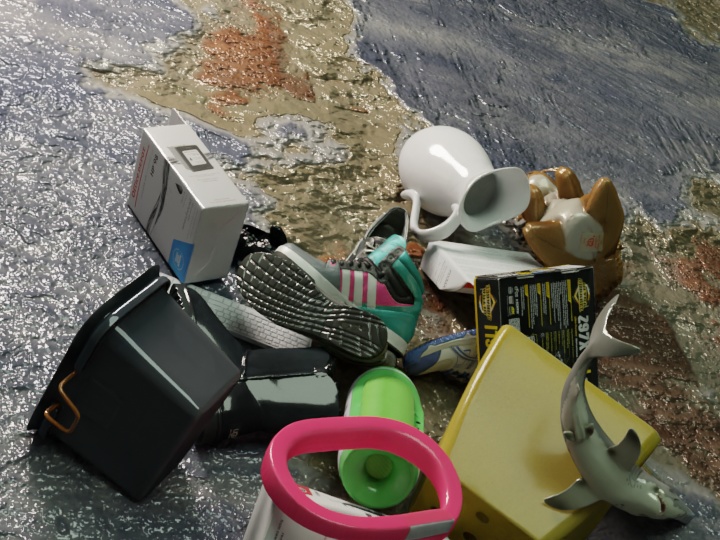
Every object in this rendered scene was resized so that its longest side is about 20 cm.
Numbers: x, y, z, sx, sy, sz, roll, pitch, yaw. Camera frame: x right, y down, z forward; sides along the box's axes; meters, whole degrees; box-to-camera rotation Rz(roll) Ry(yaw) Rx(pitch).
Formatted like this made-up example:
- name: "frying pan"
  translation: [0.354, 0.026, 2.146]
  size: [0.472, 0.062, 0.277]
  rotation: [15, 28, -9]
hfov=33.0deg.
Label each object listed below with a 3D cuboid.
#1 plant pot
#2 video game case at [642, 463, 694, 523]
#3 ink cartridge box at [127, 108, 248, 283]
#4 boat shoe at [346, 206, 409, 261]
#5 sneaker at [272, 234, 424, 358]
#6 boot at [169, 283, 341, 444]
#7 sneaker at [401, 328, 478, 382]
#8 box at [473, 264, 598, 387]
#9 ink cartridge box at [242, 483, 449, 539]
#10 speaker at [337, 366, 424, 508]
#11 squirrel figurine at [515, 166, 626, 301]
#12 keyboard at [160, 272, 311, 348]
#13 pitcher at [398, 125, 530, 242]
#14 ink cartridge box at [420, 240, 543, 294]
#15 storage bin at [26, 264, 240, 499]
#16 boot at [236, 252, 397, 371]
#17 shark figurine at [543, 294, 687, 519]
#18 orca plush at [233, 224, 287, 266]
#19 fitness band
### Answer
- name: "plant pot"
  translation: [0.157, 0.219, 1.266]
  size: [0.199, 0.201, 0.176]
  rotation: [36, 50, 14]
- name: "video game case"
  translation: [0.313, 0.226, 1.392]
  size: [0.143, 0.018, 0.200]
  rotation: [47, 7, 27]
- name: "ink cartridge box"
  translation: [-0.221, -0.094, 1.472]
  size: [0.066, 0.117, 0.200]
  rotation: [-10, 46, -36]
- name: "boat shoe"
  translation: [0.016, -0.016, 1.555]
  size: [0.071, 0.071, 0.201]
  rotation: [24, 40, -4]
- name: "sneaker"
  translation: [0.000, 0.000, 1.448]
  size: [0.199, 0.083, 0.122]
  rotation: [37, 72, -16]
- name: "boot"
  translation: [-0.117, 0.100, 1.330]
  size: [0.166, 0.077, 0.202]
  rotation: [-1, 50, -28]
- name: "sneaker"
  translation: [0.149, 0.112, 1.477]
  size: [0.197, 0.075, 0.089]
  rotation: [-11, 88, -14]
- name: "box"
  translation: [0.211, 0.100, 1.443]
  size: [0.158, 0.203, 0.049]
  rotation: [-7, 5, -37]
- name: "ink cartridge box"
  translation: [-0.005, 0.271, 1.131]
  size: [0.198, 0.085, 0.144]
  rotation: [21, -2, -8]
- name: "speaker"
  translation: [0.022, 0.171, 1.279]
  size: [0.087, 0.089, 0.200]
  rotation: [22, 16, -4]
- name: "squirrel figurine"
  translation: [0.292, -0.054, 1.733]
  size: [0.201, 0.141, 0.187]
  rotation: [54, -3, -24]
- name: "keyboard"
  translation: [-0.151, 0.054, 1.424]
  size: [0.198, 0.011, 0.057]
  rotation: [22, 37, -5]
- name: "pitcher"
  translation: [0.114, -0.115, 1.688]
  size: [0.170, 0.122, 0.200]
  rotation: [-28, 34, -15]
- name: "ink cartridge box"
  translation: [0.188, 0.027, 1.583]
  size: [0.160, 0.058, 0.200]
  rotation: [7, 26, -24]
- name: "storage bin"
  translation: [-0.214, 0.122, 1.161]
  size: [0.134, 0.201, 0.146]
  rotation: [40, 38, 5]
- name: "boot"
  translation: [-0.051, 0.061, 1.398]
  size: [0.198, 0.131, 0.068]
  rotation: [30, 76, 12]
- name: "shark figurine"
  translation: [0.224, 0.141, 1.162]
  size: [0.126, 0.217, 0.090]
  rotation: [-14, 17, 17]
- name: "orca plush"
  translation: [-0.111, -0.037, 1.507]
  size: [0.200, 0.072, 0.105]
  rotation: [42, 39, 21]
- name: "fitness band"
  translation: [0.005, 0.191, 1.091]
  size: [0.198, 0.038, 0.144]
  rotation: [3, 34, -34]
